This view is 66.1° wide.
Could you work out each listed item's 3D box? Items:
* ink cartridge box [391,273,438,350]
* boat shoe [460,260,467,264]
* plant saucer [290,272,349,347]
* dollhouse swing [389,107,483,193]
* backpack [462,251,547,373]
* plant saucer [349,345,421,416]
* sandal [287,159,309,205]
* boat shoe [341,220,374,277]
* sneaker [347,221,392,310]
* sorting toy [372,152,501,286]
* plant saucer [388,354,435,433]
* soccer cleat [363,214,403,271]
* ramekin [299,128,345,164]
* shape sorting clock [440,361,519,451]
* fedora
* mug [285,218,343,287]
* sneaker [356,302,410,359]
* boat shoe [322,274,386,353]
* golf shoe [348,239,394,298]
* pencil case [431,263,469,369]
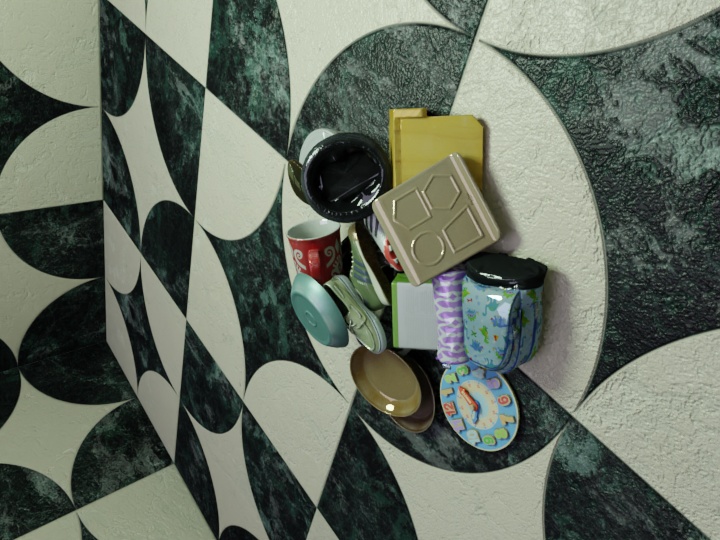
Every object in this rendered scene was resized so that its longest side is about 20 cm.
[{"bbox_3d":[0.170,0.090,1.195,0.195,0.076,0.152,1,105,15],"label":"ink cartridge box"},{"bbox_3d":[0.148,-0.061,1.171,0.201,0.060,0.073,46,133,31],"label":"boat shoe"},{"bbox_3d":[-0.103,0.102,1.270,0.199,0.036,0.202,41,151,29],"label":"plant saucer"},{"bbox_3d":[0.149,-0.229,1.136,0.182,0.171,0.205,-93,-1,-74],"label":"dollhouse swing"},{"bbox_3d":[0.263,0.088,1.036,0.161,0.152,0.204,18,131,46],"label":"backpack"},{"bbox_3d":[0.064,0.252,1.307,0.197,0.035,0.204,20,128,27],"label":"plant saucer"},{"bbox_3d":[-0.094,-0.188,1.285,0.198,0.054,0.083,35,134,20],"label":"sandal"},{"bbox_3d":[-0.013,-0.054,1.368,0.074,0.062,0.203,56,136,25],"label":"boat shoe"},{"bbox_3d":[0.000,0.000,1.261,0.089,0.067,0.204,-24,91,31],"label":"sneaker"},{"bbox_3d":[0.144,-0.096,1.061,0.197,0.036,0.188,-29,85,13],"label":"sorting toy"},{"bbox_3d":[0.116,0.290,1.345,0.198,0.036,0.206,19,116,45],"label":"plant saucer"},{"bbox_3d":[0.052,-0.091,1.258,0.203,0.068,0.085,64,153,0],"label":"soccer cleat"},{"bbox_3d":[-0.055,-0.239,1.330,0.200,0.093,0.208,20,117,46],"label":"ramekin"},{"bbox_3d":[0.249,0.287,1.182,0.198,0.039,0.205,21,118,45],"label":"shape sorting clock"},{"bbox_3d":[-0.025,-0.201,1.186,0.195,0.092,0.206,3,106,10],"label":"fedora"},{"bbox_3d":[-0.109,0.003,1.327,0.130,0.178,0.205,5,117,25],"label":"mug"},{"bbox_3d":[0.034,0.144,1.329,0.198,0.076,0.114,10,146,52],"label":"sneaker"},{"bbox_3d":[-0.017,0.104,1.236,0.202,0.061,0.072,54,135,13],"label":"boat shoe"},{"bbox_3d":[0.028,0.023,1.331,0.095,0.077,0.202,50,136,26],"label":"golf shoe"},{"bbox_3d":[0.183,0.087,1.109,0.084,0.083,0.206,5,104,44],"label":"pencil case"}]
